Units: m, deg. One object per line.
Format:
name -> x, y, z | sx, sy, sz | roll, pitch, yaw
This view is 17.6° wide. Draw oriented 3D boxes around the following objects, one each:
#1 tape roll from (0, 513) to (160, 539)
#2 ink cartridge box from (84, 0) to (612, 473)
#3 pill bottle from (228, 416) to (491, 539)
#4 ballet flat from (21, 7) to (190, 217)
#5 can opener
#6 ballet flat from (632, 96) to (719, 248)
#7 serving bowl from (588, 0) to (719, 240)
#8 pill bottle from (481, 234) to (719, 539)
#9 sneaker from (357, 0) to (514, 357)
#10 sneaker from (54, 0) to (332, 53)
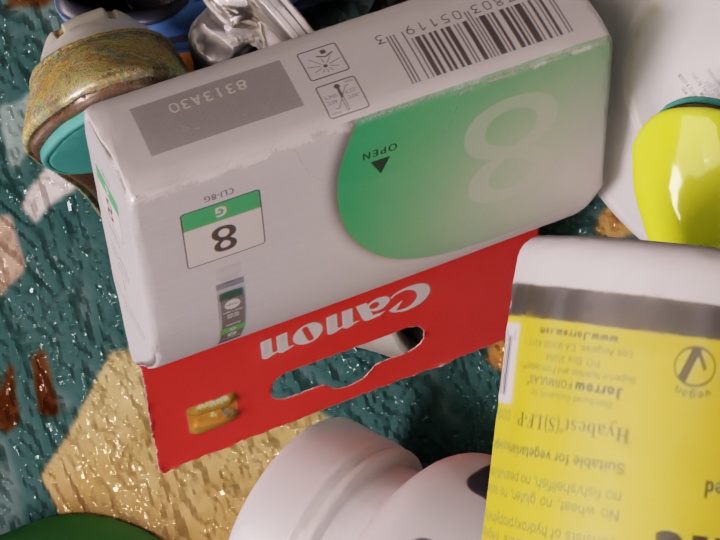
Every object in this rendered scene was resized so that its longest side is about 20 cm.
tape roll -> -0.124, 0.211, 1.042 | 0.200, 0.048, 0.202 | 10, 107, 34
ink cartridge box -> 0.000, 0.000, 0.782 | 0.200, 0.160, 0.050 | 85, 160, -50
pill bottle -> 0.053, 0.137, 0.853 | 0.199, 0.119, 0.120 | 28, 116, 27
ballet flat -> -0.092, -0.062, 0.879 | 0.070, 0.200, 0.071 | -1, 78, 3
can opener -> -0.024, -0.086, 0.822 | 0.067, 0.200, 0.053 | -44, 87, -5
ballet flat -> 0.144, 0.034, 0.736 | 0.067, 0.067, 0.200 | -11, 131, 37
serving bowl -> 0.137, -0.068, 0.748 | 0.199, 0.066, 0.201 | 18, 125, 27
pill bottle -> 0.086, 0.095, 0.644 | 0.111, 0.111, 0.201 | 7, 89, 34
sneaker -> 0.027, -0.048, 0.856 | 0.088, 0.074, 0.200 | 26, 131, 3
sneaker -> -0.031, -0.128, 0.874 | 0.199, 0.078, 0.066 | -19, 88, 35
